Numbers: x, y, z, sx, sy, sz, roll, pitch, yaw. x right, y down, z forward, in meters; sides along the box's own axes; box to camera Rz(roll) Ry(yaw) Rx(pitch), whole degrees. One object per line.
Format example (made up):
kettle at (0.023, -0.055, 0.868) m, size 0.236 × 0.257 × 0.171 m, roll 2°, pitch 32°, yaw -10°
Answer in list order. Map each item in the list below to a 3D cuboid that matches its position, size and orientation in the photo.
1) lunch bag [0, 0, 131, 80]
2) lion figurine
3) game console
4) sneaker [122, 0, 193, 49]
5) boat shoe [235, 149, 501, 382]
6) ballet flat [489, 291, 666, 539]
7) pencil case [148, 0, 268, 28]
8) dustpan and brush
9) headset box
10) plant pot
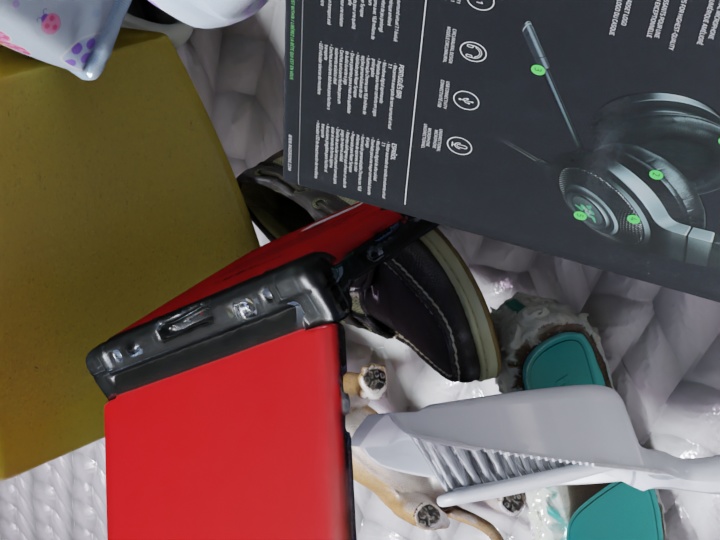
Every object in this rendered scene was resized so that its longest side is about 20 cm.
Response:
lunch bag at (-0.205, -0.181, 0.816) m, size 0.200 × 0.128 × 0.169 m, roll 30°, pitch 180°, yaw 43°
lion figurine at (0.008, 0.105, 1.072) m, size 0.200 × 0.072 × 0.122 m, roll 50°, pitch 163°, yaw -8°
game console at (-0.026, 0.054, 0.770) m, size 0.200 × 0.172 × 0.119 m, roll -20°, pitch 100°, yaw 54°
sneaker at (-0.155, -0.192, 0.956) m, size 0.200 × 0.075 × 0.087 m, roll 51°, pitch 147°, yaw -14°
boat shoe at (0.000, 0.000, 0.894) m, size 0.200 × 0.065 × 0.073 m, roll 46°, pitch 153°, yaw 50°
ballet flat at (0.107, 0.094, 0.907) m, size 0.072 × 0.072 × 0.201 m, roll 20°, pitch 135°, yaw 48°
pencil case at (-0.027, -0.171, 0.703) m, size 0.083 × 0.091 × 0.200 m, roll 34°, pitch 149°, yaw -17°
dustpan and brush at (0.101, 0.082, 0.797) m, size 0.140 × 0.199 × 0.058 m, roll 112°, pitch 149°, yaw -78°
headset box at (0.082, -0.088, 0.583) m, size 0.199 × 0.093 × 0.174 m, roll 16°, pitch 146°, yaw 9°
plant pot at (-0.179, -0.029, 0.920) m, size 0.199 × 0.200 × 0.177 m, roll 13°, pitch 115°, yaw 43°
